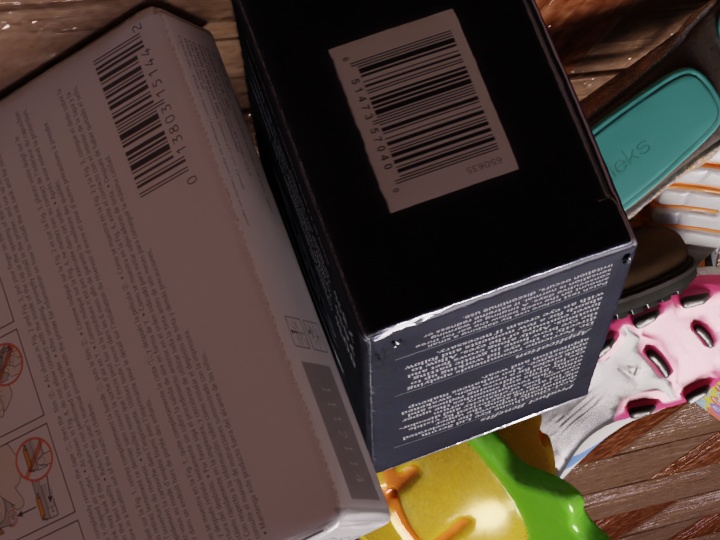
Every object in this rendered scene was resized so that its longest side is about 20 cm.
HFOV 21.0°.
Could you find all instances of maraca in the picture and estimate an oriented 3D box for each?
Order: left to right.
[{"bbox_3d":[0.046,0.094,0.929,0.107,0.200,0.137,-46,151,-18],"label":"maraca"}]

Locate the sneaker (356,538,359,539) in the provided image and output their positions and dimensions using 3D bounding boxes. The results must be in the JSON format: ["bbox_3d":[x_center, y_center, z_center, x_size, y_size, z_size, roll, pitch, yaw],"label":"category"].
[{"bbox_3d":[-0.088,0.122,0.956,0.200,0.066,0.078,6,169,-44],"label":"sneaker"}]

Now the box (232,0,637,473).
[{"bbox_3d":[0.026,-0.024,0.770,0.104,0.148,0.200,-19,163,-5],"label":"box"}]

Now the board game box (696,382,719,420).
[{"bbox_3d":[0.284,0.012,1.065,0.200,0.103,0.105,-50,165,-11],"label":"board game box"}]

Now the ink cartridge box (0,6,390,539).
[{"bbox_3d":[-0.102,0.033,0.709,0.176,0.201,0.045,-27,162,20],"label":"ink cartridge box"}]

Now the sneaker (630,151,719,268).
[{"bbox_3d":[0.154,-0.038,0.987,0.078,0.077,0.200,10,146,7],"label":"sneaker"}]

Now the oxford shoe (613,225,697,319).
[{"bbox_3d":[0.067,-0.015,0.912,0.199,0.085,0.073,0,-169,-16],"label":"oxford shoe"}]

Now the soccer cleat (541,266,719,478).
[{"bbox_3d":[0.117,0.051,1.008,0.200,0.086,0.070,-39,113,22],"label":"soccer cleat"}]

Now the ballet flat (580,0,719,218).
[{"bbox_3d":[0.153,-0.086,0.855,0.199,0.068,0.067,-29,-170,-6],"label":"ballet flat"}]
